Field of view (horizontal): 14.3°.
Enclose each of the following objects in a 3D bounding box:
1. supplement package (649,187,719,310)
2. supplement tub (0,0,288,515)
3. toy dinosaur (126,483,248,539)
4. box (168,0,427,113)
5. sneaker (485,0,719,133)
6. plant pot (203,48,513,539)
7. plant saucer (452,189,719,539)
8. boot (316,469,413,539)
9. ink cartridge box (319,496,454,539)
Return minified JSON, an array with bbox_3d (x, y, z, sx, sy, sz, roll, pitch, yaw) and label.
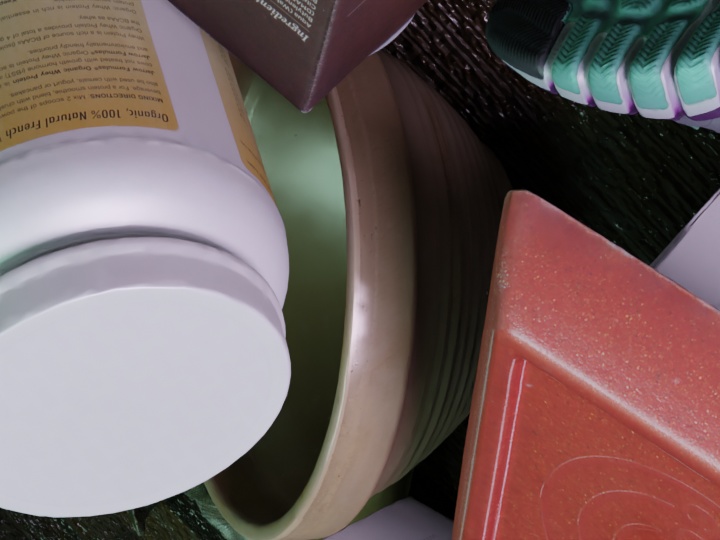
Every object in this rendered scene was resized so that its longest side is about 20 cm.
[{"bbox_3d":[0.174,0.067,0.952,0.200,0.121,0.120,40,150,10],"label":"supplement package"},{"bbox_3d":[-0.107,-0.029,1.014,0.145,0.144,0.201,86,169,-51],"label":"supplement tub"},{"bbox_3d":[-0.064,0.062,1.314,0.077,0.102,0.201,-122,25,-45],"label":"toy dinosaur"},{"bbox_3d":[0.003,-0.151,0.914,0.075,0.100,0.200,38,151,13],"label":"box"},{"bbox_3d":[0.127,-0.053,0.910,0.199,0.074,0.088,12,143,45],"label":"sneaker"},{"bbox_3d":[0.000,0.000,1.082,0.201,0.092,0.202,180,90,-66],"label":"plant pot"},{"bbox_3d":[0.108,0.093,0.909,0.200,0.037,0.200,33,148,19],"label":"plant saucer"},{"bbox_3d":[-0.003,0.121,1.216,0.201,0.066,0.176,97,164,-48],"label":"boot"},{"bbox_3d":[0.059,0.196,1.082,0.199,0.083,0.146,28,116,24],"label":"ink cartridge box"}]
